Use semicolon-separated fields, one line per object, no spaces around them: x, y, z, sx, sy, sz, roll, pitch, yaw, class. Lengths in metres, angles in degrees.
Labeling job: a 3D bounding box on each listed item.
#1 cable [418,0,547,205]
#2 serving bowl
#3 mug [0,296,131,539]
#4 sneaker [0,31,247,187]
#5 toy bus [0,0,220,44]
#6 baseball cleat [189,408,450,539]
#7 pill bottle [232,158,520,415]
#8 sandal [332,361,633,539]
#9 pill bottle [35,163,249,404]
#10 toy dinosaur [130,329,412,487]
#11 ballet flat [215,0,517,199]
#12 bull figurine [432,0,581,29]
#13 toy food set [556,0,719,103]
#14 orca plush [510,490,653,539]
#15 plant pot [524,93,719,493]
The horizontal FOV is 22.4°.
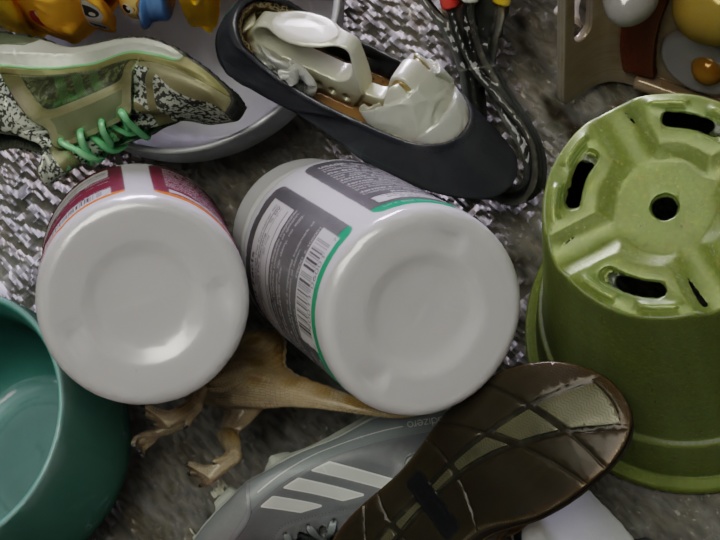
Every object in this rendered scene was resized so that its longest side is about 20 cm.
0.064;-0.138;1.093;0.097;0.050;0.201;1;96;23;cable
-0.101;-0.155;1.178;0.200;0.066;0.201;-5;69;13;serving bowl
-0.218;0.088;1.084;0.152;0.114;0.185;-28;63;12;mug
-0.161;-0.088;1.095;0.200;0.077;0.089;5;72;25;sneaker
-0.115;-0.212;1.109;0.192;0.136;0.200;28;80;7;toy bus
0.001;0.135;1.035;0.200;0.070;0.107;-34;64;1;baseball cleat
0.000;0.000;1.014;0.113;0.113;0.200;-44;23;-4;pill bottle
0.065;0.121;0.975;0.200;0.055;0.082;-46;62;20;sandal
-0.127;0.000;1.042;0.114;0.200;0.115;-1;100;-8;pill bottle
-0.073;0.069;1.042;0.200;0.058;0.101;12;47;43;toy dinosaur
0.004;-0.106;1.066;0.200;0.073;0.073;28;78;8;ballet flat
0.129;-0.207;1.134;0.200;0.065;0.122;14;80;25;bull figurine
0.206;-0.118;1.030;0.200;0.144;0.060;23;57;22;toy food set
0.136;0.201;0.990;0.105;0.071;0.200;-22;60;-44;orca plush
0.171;0.001;0.974;0.199;0.190;0.201;-5;69;13;plant pot
